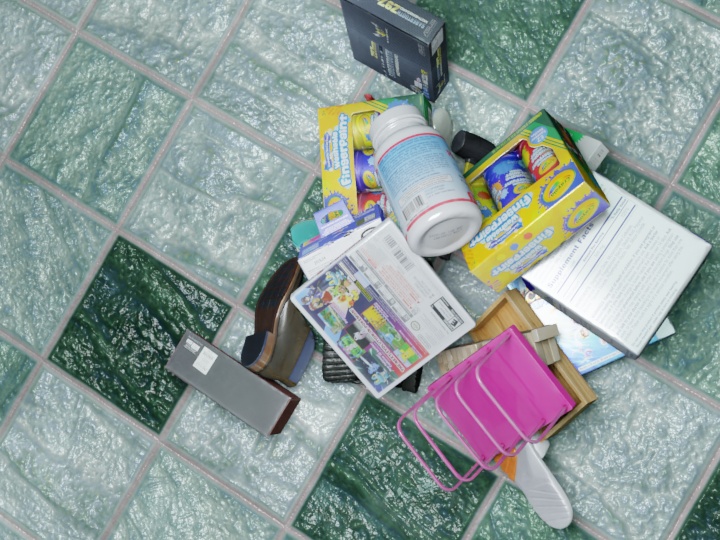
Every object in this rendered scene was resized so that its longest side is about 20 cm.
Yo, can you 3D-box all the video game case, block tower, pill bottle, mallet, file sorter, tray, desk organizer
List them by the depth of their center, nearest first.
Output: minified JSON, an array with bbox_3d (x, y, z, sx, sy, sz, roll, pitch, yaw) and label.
[{"bbox_3d":[0.083,-0.127,1.510,0.108,0.109,0.201,-27,61,8],"label":"pill bottle"},{"bbox_3d":[0.166,0.201,1.525,0.139,0.125,0.200,51,134,4],"label":"file sorter"},{"bbox_3d":[0.032,0.055,1.536,0.182,0.023,0.200,-37,106,11],"label":"video game case"},{"bbox_3d":[0.197,0.125,1.591,0.199,0.054,0.058,-19,86,44],"label":"block tower"},{"bbox_3d":[0.250,0.136,1.605,0.201,0.037,0.099,55,129,19],"label":"tray"},{"bbox_3d":[0.338,0.052,1.627,0.199,0.045,0.183,-26,78,9],"label":"video game case"},{"bbox_3d":[0.145,-0.117,1.660,0.066,0.041,0.201,28,75,-23],"label":"mallet"},{"bbox_3d":[-0.197,0.176,1.711,0.199,0.077,0.072,32,91,14],"label":"desk organizer"}]

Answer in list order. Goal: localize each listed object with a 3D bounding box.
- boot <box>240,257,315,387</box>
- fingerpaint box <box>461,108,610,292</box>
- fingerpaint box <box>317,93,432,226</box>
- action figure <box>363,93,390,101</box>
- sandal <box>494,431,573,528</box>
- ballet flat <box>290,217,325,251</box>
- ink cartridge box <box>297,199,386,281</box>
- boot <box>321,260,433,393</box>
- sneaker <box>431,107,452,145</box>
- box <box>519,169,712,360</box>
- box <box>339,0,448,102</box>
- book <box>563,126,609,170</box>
[{"bbox_3d":[-0.114,0.084,1.718,0.074,0.097,0.201,-9,52,47],"label":"boot"},{"bbox_3d":[0.223,-0.099,1.531,0.200,0.073,0.168,-39,42,21],"label":"fingerpaint box"},{"bbox_3d":[0.028,-0.150,1.635,0.165,0.073,0.202,-5,81,15],"label":"fingerpaint box"},{"bbox_3d":[0.008,-0.175,1.724,0.065,0.052,0.202,12,89,9],"label":"action figure"},{"bbox_3d":[0.253,0.282,1.609,0.208,0.059,0.079,58,133,21],"label":"sandal"},{"bbox_3d":[-0.010,-0.043,1.702,0.198,0.072,0.073,3,84,15],"label":"ballet flat"},{"bbox_3d":[0.000,0.000,1.567,0.136,0.076,0.201,-26,109,8],"label":"ink cartridge box"},{"bbox_3d":[0.026,0.078,1.673,0.156,0.079,0.213,10,86,13],"label":"boot"},{"bbox_3d":[0.104,-0.151,1.694,0.072,0.072,0.202,-2,84,41],"label":"sneaker"},{"bbox_3d":[0.359,-0.005,1.551,0.199,0.105,0.185,35,91,15],"label":"box"},{"bbox_3d":[0.054,-0.347,1.653,0.157,0.200,0.051,32,79,13],"label":"box"},{"bbox_3d":[0.264,-0.119,1.626,0.201,0.048,0.133,-55,36,0],"label":"book"}]
